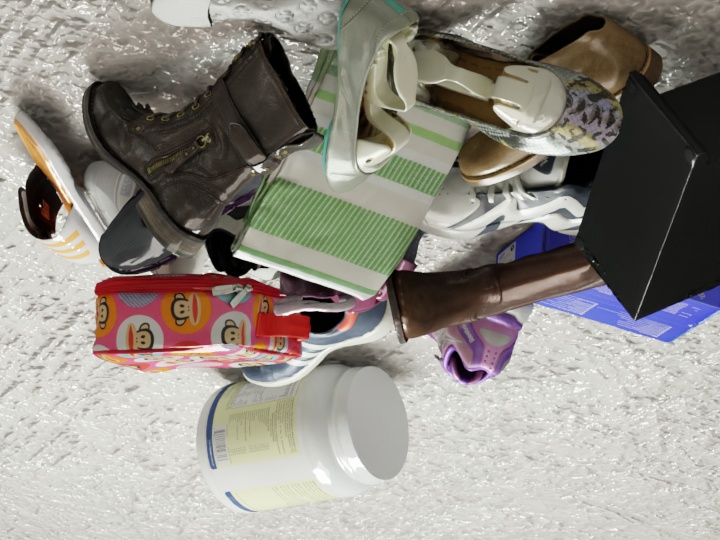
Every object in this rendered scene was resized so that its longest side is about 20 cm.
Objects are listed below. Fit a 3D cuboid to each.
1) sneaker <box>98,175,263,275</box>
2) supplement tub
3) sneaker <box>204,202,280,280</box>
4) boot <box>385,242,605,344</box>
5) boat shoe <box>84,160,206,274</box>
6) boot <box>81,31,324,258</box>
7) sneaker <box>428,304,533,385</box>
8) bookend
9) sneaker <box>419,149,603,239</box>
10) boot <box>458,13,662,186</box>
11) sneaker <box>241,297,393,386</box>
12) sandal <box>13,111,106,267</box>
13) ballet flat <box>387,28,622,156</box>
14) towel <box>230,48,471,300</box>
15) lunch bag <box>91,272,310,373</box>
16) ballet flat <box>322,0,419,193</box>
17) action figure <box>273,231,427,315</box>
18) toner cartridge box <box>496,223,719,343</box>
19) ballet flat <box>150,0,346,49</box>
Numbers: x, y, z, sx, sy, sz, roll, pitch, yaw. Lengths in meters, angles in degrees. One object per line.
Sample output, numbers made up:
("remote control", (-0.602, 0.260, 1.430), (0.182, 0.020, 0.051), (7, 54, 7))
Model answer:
("sneaker", (-0.148, -0.072, 1.680), (0.199, 0.075, 0.088), (-33, 158, 5))
("supplement tub", (-0.062, 0.180, 2.154), (0.199, 0.146, 0.145), (-13, 149, 31))
("sneaker", (-0.112, -0.026, 1.814), (0.075, 0.088, 0.200), (-3, 154, 13))
("boot", (0.129, 0.010, 1.720), (0.198, 0.065, 0.186), (-11, -178, 13))
("boat shoe", (-0.199, -0.041, 1.828), (0.068, 0.073, 0.200), (18, 166, 22))
("boot", (-0.124, -0.126, 1.598), (0.174, 0.201, 0.069), (-46, 152, 20))
("sneaker", (0.100, 0.066, 1.918), (0.080, 0.089, 0.200), (13, 174, -14))
("bookend", (0.291, -0.084, 1.571), (0.197, 0.092, 0.201), (-21, 147, -23))
("sneaker", (0.131, -0.084, 1.663), (0.197, 0.080, 0.130), (7, 152, -6))
("boot", (0.140, -0.138, 1.573), (0.075, 0.074, 0.199), (35, 131, -26))
("sneaker", (-0.061, 0.052, 1.983), (0.199, 0.076, 0.084), (-29, 141, 33))
("sandal", (-0.280, -0.063, 1.769), (0.059, 0.079, 0.207), (-36, 144, -9))
("ballet flat", (0.100, -0.135, 1.505), (0.199, 0.072, 0.072), (20, 162, 26))
("towel", (-0.004, -0.081, 1.617), (0.152, 0.023, 0.201), (19, 106, -28))
("lunch bag", (-0.131, 0.048, 1.774), (0.174, 0.083, 0.200), (-1, 174, 16))
("ballet flat", (0.011, -0.123, 1.506), (0.063, 0.067, 0.201), (31, 141, 23))
("action figure", (0.000, 0.000, 1.774), (0.133, 0.150, 0.200), (0, 159, 9))
("toner cartridge box", (0.235, 0.010, 1.875), (0.198, 0.044, 0.095), (16, 153, -21))
("ballet flat", (-0.062, -0.206, 1.501), (0.198, 0.047, 0.068), (5, 146, -11))
